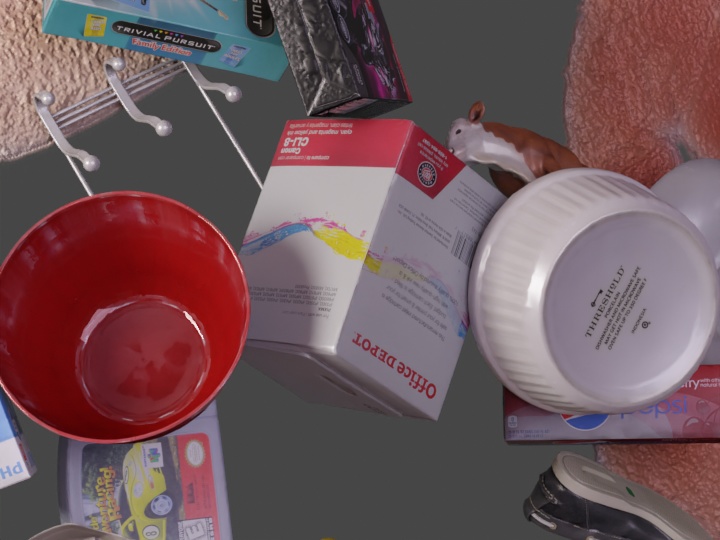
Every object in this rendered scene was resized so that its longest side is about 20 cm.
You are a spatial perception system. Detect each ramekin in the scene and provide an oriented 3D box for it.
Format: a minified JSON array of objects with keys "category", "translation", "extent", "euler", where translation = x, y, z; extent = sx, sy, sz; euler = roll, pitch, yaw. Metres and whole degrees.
[{"category":"ramekin","translation":[0.193,0.023,1.676],"extent":[0.202,0.094,0.203],"euler":[-3,100,-21]}]

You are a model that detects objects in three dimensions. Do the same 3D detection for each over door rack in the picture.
[{"category":"over door rack","translation":[-0.154,-0.085,1.712],"extent":[0.148,0.067,0.200],"euler":[-28,92,-23]}]

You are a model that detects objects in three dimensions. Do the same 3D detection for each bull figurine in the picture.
[{"category":"bull figurine","translation":[0.153,-0.073,1.784],"extent":[0.065,0.121,0.200],"euler":[-51,145,17]}]

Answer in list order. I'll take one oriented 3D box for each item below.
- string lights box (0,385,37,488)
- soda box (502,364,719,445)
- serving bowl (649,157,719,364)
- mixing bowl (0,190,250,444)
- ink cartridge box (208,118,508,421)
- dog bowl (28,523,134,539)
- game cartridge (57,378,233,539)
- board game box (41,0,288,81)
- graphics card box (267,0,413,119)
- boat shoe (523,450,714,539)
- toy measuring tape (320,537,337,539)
[{"category":"string lights box","translation":[-0.308,0.071,1.599],"extent":[0.059,0.103,0.200],"euler":[-21,90,-7]},{"category":"soda box","translation":[0.220,0.114,1.784],"extent":[0.200,0.070,0.064],"euler":[-2,81,5]},{"category":"serving bowl","translation":[0.301,0.008,1.828],"extent":[0.200,0.066,0.200],"euler":[-20,121,-38]},{"category":"mixing bowl","translation":[-0.176,0.052,1.614],"extent":[0.200,0.108,0.200],"euler":[-2,67,5]},{"category":"ink cartridge box","translation":[0.000,0.000,1.694],"extent":[0.145,0.144,0.200],"euler":[36,66,-44]},{"category":"dog bowl","translation":[-0.198,0.289,1.575],"extent":[0.059,0.200,0.200],"euler":[22,70,-56]},{"category":"game cartridge","translation":[-0.172,0.182,1.679],"extent":[0.133,0.041,0.200],"euler":[-6,83,-19]},{"category":"board game box","translation":[-0.155,-0.244,1.719],"extent":[0.200,0.047,0.151],"euler":[10,54,-20]},{"category":"graphics card box","translation":[-0.017,-0.189,1.719],"extent":[0.051,0.200,0.126],"euler":[-19,88,15]},{"category":"boat shoe","translation":[0.232,0.222,1.828],"extent":[0.200,0.072,0.068],"euler":[26,109,-23]},{"category":"toy measuring tape","translation":[0.029,0.289,1.697],"extent":[0.074,0.074,0.200],"euler":[-26,58,-23]}]
